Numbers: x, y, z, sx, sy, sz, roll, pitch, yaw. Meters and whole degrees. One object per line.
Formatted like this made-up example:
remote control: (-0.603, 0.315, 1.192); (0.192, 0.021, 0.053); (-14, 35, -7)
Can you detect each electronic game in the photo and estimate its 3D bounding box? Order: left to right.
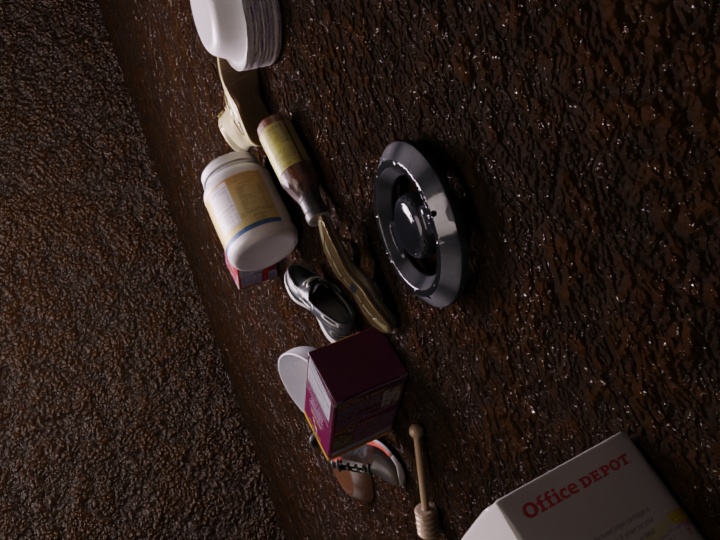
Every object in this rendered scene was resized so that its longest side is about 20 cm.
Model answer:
electronic game: (0.068, -0.053, 0.794); (0.200, 0.041, 0.201); (55, 155, 41)

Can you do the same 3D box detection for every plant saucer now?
plant saucer: (-0.034, 0.407, 1.455); (0.201, 0.036, 0.202); (53, 153, 42)

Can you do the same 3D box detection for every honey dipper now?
honey dipper: (0.095, 0.330, 1.062); (0.038, 0.038, 0.202); (28, 132, 61)

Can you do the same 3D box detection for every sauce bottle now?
sauce bottle: (-0.108, -0.164, 1.113); (0.066, 0.065, 0.201); (111, 138, -60)

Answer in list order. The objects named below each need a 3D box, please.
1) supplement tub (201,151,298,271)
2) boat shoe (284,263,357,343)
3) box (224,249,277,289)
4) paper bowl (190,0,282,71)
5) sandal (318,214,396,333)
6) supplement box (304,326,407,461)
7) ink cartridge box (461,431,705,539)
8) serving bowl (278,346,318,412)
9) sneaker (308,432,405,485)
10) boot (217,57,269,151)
supplement tub: (-0.221, -0.117, 1.328); (0.201, 0.144, 0.145); (63, 158, 21)
boat shoe: (-0.069, 0.044, 1.192); (0.200, 0.075, 0.061); (43, 148, 30)
box: (-0.247, -0.068, 1.502); (0.096, 0.099, 0.201); (55, 155, 36)
paper bowl: (-0.210, -0.427, 1.096); (0.201, 0.104, 0.202); (50, 150, 45)
sandal: (0.000, 0.000, 1.011); (0.201, 0.054, 0.080); (55, 164, 2)
supplement box: (-0.014, 0.202, 1.095); (0.104, 0.130, 0.201); (58, 155, 32)
ink cartridge box: (0.206, 0.276, 0.578); (0.201, 0.146, 0.145); (60, 157, 29)
serving bowl: (-0.067, 0.222, 1.301); (0.199, 0.066, 0.201); (31, 142, 27)
sneaker: (-0.011, 0.339, 1.214); (0.199, 0.082, 0.078); (25, 139, 33)
boot: (-0.237, -0.328, 1.292); (0.155, 0.072, 0.202); (5, 117, 65)
